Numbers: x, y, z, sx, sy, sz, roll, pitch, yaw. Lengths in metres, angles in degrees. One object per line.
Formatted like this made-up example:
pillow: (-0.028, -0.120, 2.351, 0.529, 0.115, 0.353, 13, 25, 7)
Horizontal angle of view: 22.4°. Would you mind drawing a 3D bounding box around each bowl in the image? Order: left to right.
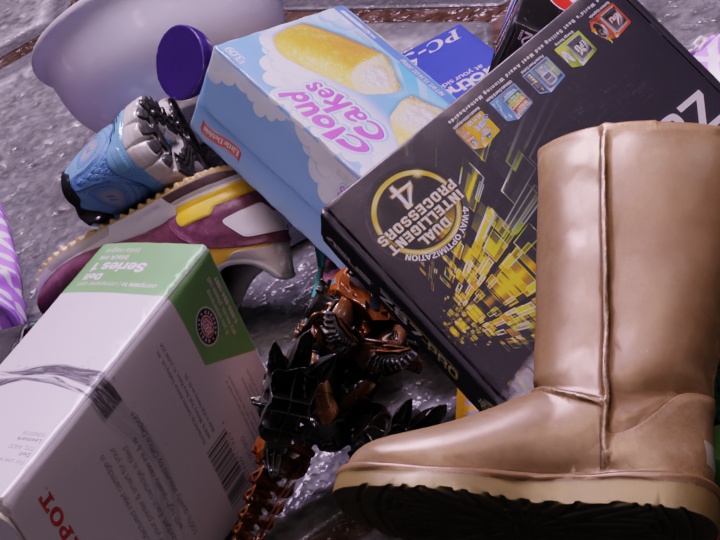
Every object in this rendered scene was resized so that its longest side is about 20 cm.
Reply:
bowl: (-0.134, -0.148, 1.344, 0.201, 0.201, 0.090, -22, 77, -1)

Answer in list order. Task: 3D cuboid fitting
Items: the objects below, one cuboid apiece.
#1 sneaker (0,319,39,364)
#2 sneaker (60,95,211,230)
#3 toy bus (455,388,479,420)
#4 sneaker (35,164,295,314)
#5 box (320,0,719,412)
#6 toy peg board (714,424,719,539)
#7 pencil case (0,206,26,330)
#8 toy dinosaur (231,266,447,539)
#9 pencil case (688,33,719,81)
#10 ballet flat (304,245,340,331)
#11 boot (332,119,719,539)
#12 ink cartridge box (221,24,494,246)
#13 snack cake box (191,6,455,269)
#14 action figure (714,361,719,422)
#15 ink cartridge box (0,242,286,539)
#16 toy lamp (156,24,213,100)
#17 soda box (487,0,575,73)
sneaker: (-0.169, 0.043, 1.111, 0.200, 0.079, 0.075, -9, 55, 5)
sneaker: (-0.154, -0.068, 1.228, 0.090, 0.078, 0.200, -29, -7, 6)
toy bus: (0.097, 0.056, 0.987, 0.078, 0.065, 0.200, -13, 35, 15)
sneaker: (-0.130, 0.007, 1.178, 0.200, 0.090, 0.075, -29, -11, 34)
box: (0.105, -0.027, 0.908, 0.200, 0.049, 0.161, -39, 78, -12)
toy peg board: (0.109, 0.168, 0.793, 0.200, 0.098, 0.199, -16, 34, 10)
pencil case: (-0.277, 0.001, 1.242, 0.084, 0.086, 0.200, -35, 35, 3)
toy dinosaur: (-0.013, 0.070, 0.976, 0.102, 0.200, 0.136, 6, 9, -11)
pencil case: (0.140, -0.059, 0.983, 0.200, 0.086, 0.084, -28, 0, -10)
ballet flat: (0.000, 0.000, 1.131, 0.071, 0.069, 0.200, 0, 40, 0)
boot: (0.085, 0.027, 0.823, 0.175, 0.066, 0.200, 3, 58, 8)
ink cartridge box: (0.010, -0.096, 1.268, 0.200, 0.044, 0.094, -29, 36, -10)
snack cake box: (0.007, -0.068, 1.102, 0.115, 0.067, 0.200, -24, 57, -42)
action figure: (0.202, 0.039, 0.883, 0.118, 0.055, 0.200, -17, 4, 18)
ink cartridge box: (-0.135, 0.102, 0.979, 0.084, 0.146, 0.200, 3, 40, 34)
toy lamp: (-0.052, -0.147, 1.289, 0.058, 0.058, 0.200, 15, 13, 42)
soda box: (0.136, -0.171, 1.243, 0.071, 0.063, 0.200, 23, 33, -1)
